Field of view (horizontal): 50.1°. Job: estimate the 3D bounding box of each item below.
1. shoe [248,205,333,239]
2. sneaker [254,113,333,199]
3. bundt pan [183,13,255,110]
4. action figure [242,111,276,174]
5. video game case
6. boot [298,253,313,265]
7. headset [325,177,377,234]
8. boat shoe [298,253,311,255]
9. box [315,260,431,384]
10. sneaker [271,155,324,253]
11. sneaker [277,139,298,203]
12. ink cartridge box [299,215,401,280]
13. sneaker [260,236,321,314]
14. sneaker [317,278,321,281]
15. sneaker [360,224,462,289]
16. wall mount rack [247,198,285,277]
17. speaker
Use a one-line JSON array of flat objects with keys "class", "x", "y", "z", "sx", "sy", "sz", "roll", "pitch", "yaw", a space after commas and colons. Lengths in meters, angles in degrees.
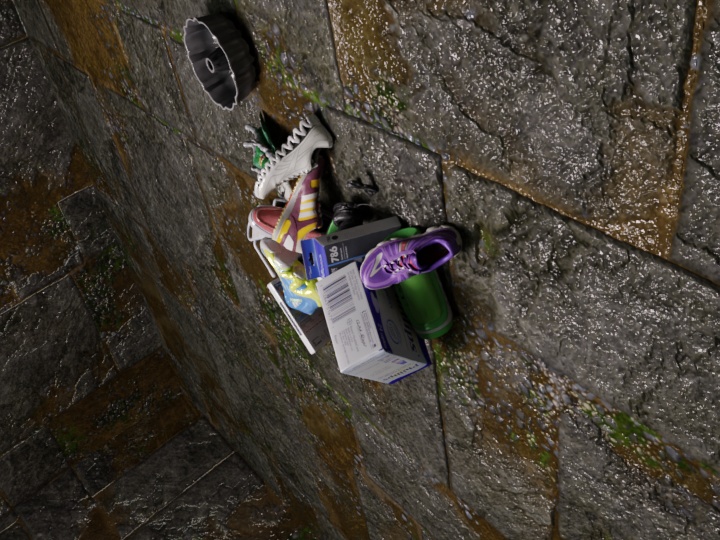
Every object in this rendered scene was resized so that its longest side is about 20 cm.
[{"class": "shoe", "x": -0.139, "y": -0.107, "z": 1.668, "sx": 0.196, "sy": 0.073, "sz": 0.091, "roll": 15, "pitch": 157, "yaw": -19}, {"class": "sneaker", "x": -0.135, "y": -0.212, "z": 1.527, "sx": 0.081, "sy": 0.200, "sz": 0.075, "roll": 42, "pitch": -166, "yaw": -2}, {"class": "bundt pan", "x": -0.290, "y": -0.450, "z": 1.633, "sx": 0.201, "sy": 0.075, "sz": 0.204, "roll": 41, "pitch": 150, "yaw": 29}, {"class": "action figure", "x": -0.208, "y": -0.245, "z": 1.652, "sx": 0.201, "sy": 0.053, "sz": 0.120, "roll": -124, "pitch": 35, "yaw": -49}, {"class": "video game case", "x": -0.140, "y": 0.097, "z": 1.932, "sx": 0.018, "sy": 0.143, "sz": 0.202, "roll": -33, "pitch": 90, "yaw": 31}, {"class": "boot", "x": -0.074, "y": -0.003, "z": 1.701, "sx": 0.197, "sy": 0.075, "sz": 0.098, "roll": -21, "pitch": 116, "yaw": 40}, {"class": "headset", "x": -0.030, "y": -0.094, "z": 1.528, "sx": 0.201, "sy": 0.092, "sz": 0.125, "roll": -52, "pitch": 33, "yaw": 34}, {"class": "boat shoe", "x": -0.133, "y": -0.040, "z": 1.826, "sx": 0.199, "sy": 0.071, "sz": 0.073, "roll": -27, "pitch": 74, "yaw": 54}, {"class": "box", "x": 0.027, "y": 0.104, "z": 1.475, "sx": 0.199, "sy": 0.104, "sz": 0.188, "roll": 24, "pitch": -137, "yaw": -56}, {"class": "sneaker", "x": -0.106, "y": -0.136, "z": 1.598, "sx": 0.089, "sy": 0.203, "sz": 0.075, "roll": 27, "pitch": -172, "yaw": -8}, {"class": "sneaker", "x": -0.157, "y": -0.216, "z": 1.664, "sx": 0.088, "sy": 0.075, "sz": 0.202, "roll": 42, "pitch": 151, "yaw": 26}, {"class": "ink cartridge box", "x": -0.013, "y": -0.032, "z": 1.479, "sx": 0.040, "sy": 0.195, "sz": 0.101, "roll": -112, "pitch": 9, "yaw": -51}, {"class": "sneaker", "x": -0.159, "y": 0.020, "z": 1.690, "sx": 0.200, "sy": 0.075, "sz": 0.106, "roll": 43, "pitch": 126, "yaw": 11}, {"class": "sneaker", "x": 0.000, "y": 0.000, "z": 1.598, "sx": 0.198, "sy": 0.075, "sz": 0.085, "roll": -27, "pitch": 106, "yaw": 43}, {"class": "sneaker", "x": 0.082, "y": -0.021, "z": 1.343, "sx": 0.197, "sy": 0.084, "sz": 0.082, "roll": -25, "pitch": 100, "yaw": 22}, {"class": "wall mount rack", "x": -0.210, "y": -0.077, "z": 1.850, "sx": 0.199, "sy": 0.073, "sz": 0.179, "roll": -6, "pitch": 80, "yaw": 62}, {"class": "speaker", "x": 0.109, "y": 0.025, "z": 1.453, "sx": 0.088, "sy": 0.088, "sz": 0.204, "roll": 12, "pitch": 129, "yaw": 56}]
